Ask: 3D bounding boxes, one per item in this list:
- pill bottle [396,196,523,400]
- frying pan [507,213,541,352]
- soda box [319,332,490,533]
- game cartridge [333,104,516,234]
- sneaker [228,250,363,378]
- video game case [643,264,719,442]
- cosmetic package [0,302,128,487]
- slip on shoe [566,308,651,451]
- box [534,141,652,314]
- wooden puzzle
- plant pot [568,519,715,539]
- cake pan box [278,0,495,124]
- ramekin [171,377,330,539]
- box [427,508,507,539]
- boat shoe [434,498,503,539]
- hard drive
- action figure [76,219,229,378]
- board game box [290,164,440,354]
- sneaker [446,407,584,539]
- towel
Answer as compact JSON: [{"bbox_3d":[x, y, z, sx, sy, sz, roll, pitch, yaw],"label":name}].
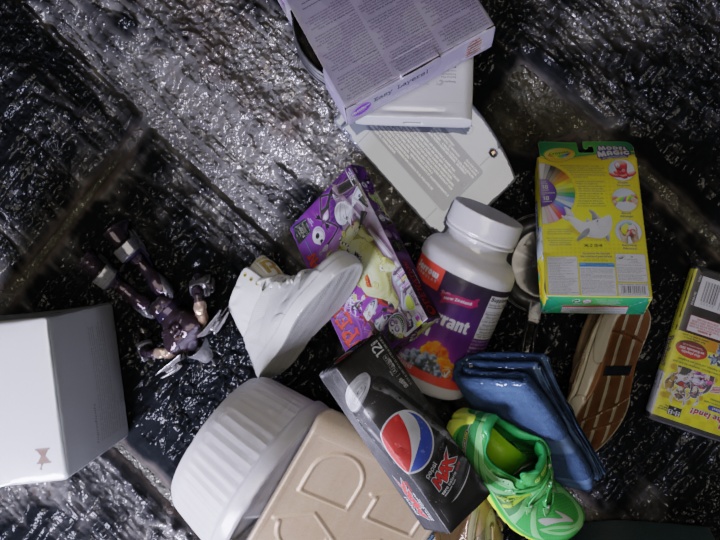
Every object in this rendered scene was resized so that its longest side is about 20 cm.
[{"bbox_3d":[0.104,0.028,0.995,0.109,0.112,0.204,22,104,3],"label":"pill bottle"},{"bbox_3d":[0.192,0.025,1.047,0.114,0.031,0.192,31,92,3],"label":"frying pan"},{"bbox_3d":[0.044,0.167,0.921,0.063,0.071,0.202,-36,92,-22],"label":"soda box"},{"bbox_3d":[0.080,-0.145,1.042,0.133,0.040,0.201,-42,89,8],"label":"game cartridge"},{"bbox_3d":[-0.084,0.019,1.005,0.200,0.073,0.117,-48,62,33],"label":"sneaker"},{"bbox_3d":[0.447,0.111,1.033,0.196,0.026,0.185,17,93,2],"label":"video game case"},{"bbox_3d":[-0.375,0.134,1.005,0.163,0.200,0.171,-6,92,3],"label":"cosmetic package"},{"bbox_3d":[0.269,0.117,1.032,0.074,0.061,0.204,3,112,-22],"label":"slip on shoe"},{"bbox_3d":[0.252,-0.053,0.996,0.114,0.049,0.204,1,65,4],"label":"box"},{"bbox_3d":[-0.011,0.263,0.989,0.182,0.046,0.203,25,103,-16],"label":"wooden puzzle"},{"bbox_3d":[0.279,0.384,0.980,0.195,0.196,0.202,8,93,12],"label":"plant pot"},{"bbox_3d":[0.020,-0.282,0.982,0.197,0.052,0.186,-30,74,-5],"label":"cake pan box"},{"bbox_3d":[-0.125,0.212,0.998,0.093,0.202,0.205,33,94,12],"label":"ramekin"},{"bbox_3d":[0.060,0.280,1.056,0.197,0.050,0.202,35,95,2],"label":"box"},{"bbox_3d":[0.122,0.292,1.003,0.063,0.071,0.205,9,84,-32],"label":"boat shoe"},{"bbox_3d":[0.063,-0.261,1.013,0.128,0.027,0.205,2,76,4],"label":"hard drive"},{"bbox_3d":[-0.236,0.036,1.060,0.130,0.069,0.200,-43,93,-2],"label":"action figure"},{"bbox_3d":[0.000,0.000,0.996,0.120,0.032,0.203,-45,61,35],"label":"board game box"},{"bbox_3d":[0.172,0.222,0.948,0.199,0.083,0.075,42,61,-18],"label":"sneaker"},{"bbox_3d":[0.183,0.162,0.973,0.201,0.110,0.049,54,51,-34],"label":"towel"}]
